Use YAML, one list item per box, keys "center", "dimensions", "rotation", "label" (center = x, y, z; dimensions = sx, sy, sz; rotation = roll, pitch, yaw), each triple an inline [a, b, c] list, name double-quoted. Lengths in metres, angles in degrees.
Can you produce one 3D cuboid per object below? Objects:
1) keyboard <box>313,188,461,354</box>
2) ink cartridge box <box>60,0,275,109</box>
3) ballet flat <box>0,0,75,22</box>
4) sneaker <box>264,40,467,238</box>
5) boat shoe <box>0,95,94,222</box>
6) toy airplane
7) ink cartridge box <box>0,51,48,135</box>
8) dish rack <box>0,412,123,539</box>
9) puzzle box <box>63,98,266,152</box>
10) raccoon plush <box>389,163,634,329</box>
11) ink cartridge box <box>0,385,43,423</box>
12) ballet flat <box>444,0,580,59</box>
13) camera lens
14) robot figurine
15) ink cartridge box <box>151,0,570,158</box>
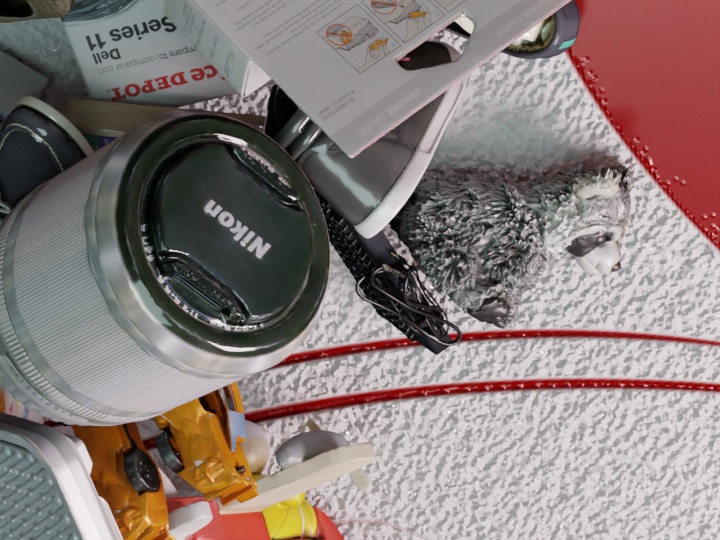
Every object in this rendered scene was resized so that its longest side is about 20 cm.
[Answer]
- center: [0.000, 0.000, 1.651]
  dimensions: [0.104, 0.040, 0.200]
  rotation: [30, 165, 37]
  label: "keyboard"
- center: [-0.125, -0.208, 1.623]
  dimensions: [0.146, 0.083, 0.200]
  rotation: [-13, 113, 16]
  label: "ink cartridge box"
- center: [-0.224, -0.182, 1.599]
  dimensions: [0.046, 0.200, 0.067]
  rotation: [-27, 102, -18]
  label: "ballet flat"
- center: [0.002, -0.111, 1.580]
  dimensions: [0.099, 0.200, 0.071]
  rotation: [39, 125, -12]
  label: "sneaker"
- center: [-0.215, -0.039, 1.648]
  dimensions: [0.073, 0.063, 0.200]
  rotation: [34, 152, 9]
  label: "boat shoe"
- center: [-0.095, 0.165, 1.767]
  dimensions: [0.199, 0.141, 0.199]
  rotation: [1, 149, -5]
  label: "toy airplane"
- center: [-0.323, -0.069, 1.656]
  dimensions: [0.144, 0.200, 0.147]
  rotation: [30, 118, 1]
  label: "ink cartridge box"
- center: [-0.212, 0.159, 1.650]
  dimensions: [0.200, 0.044, 0.172]
  rotation: [9, 126, 52]
  label: "dish rack"
- center: [-0.119, -0.037, 1.687]
  dimensions: [0.133, 0.025, 0.200]
  rotation: [6, 144, 7]
  label: "puzzle box"
- center: [0.083, -0.056, 1.660]
  dimensions: [0.200, 0.097, 0.134]
  rotation: [38, 108, -9]
  label: "raccoon plush"
- center: [-0.299, 0.101, 1.778]
  dimensions: [0.125, 0.129, 0.200]
  rotation: [3, 116, 8]
  label: "ink cartridge box"
- center: [0.046, -0.185, 1.613]
  dimensions: [0.200, 0.073, 0.073]
  rotation: [23, 117, -1]
  label: "ballet flat"
- center: [-0.127, 0.003, 1.525]
  dimensions: [0.160, 0.160, 0.200]
  rotation: [48, 143, -14]
  label: "camera lens"
- center: [-0.145, 0.078, 1.674]
  dimensions: [0.145, 0.058, 0.200]
  rotation: [-31, 63, 17]
  label: "robot figurine"
- center: [0.002, -0.167, 1.534]
  dimensions: [0.176, 0.200, 0.045]
  rotation: [46, 152, 14]
  label: "ink cartridge box"
